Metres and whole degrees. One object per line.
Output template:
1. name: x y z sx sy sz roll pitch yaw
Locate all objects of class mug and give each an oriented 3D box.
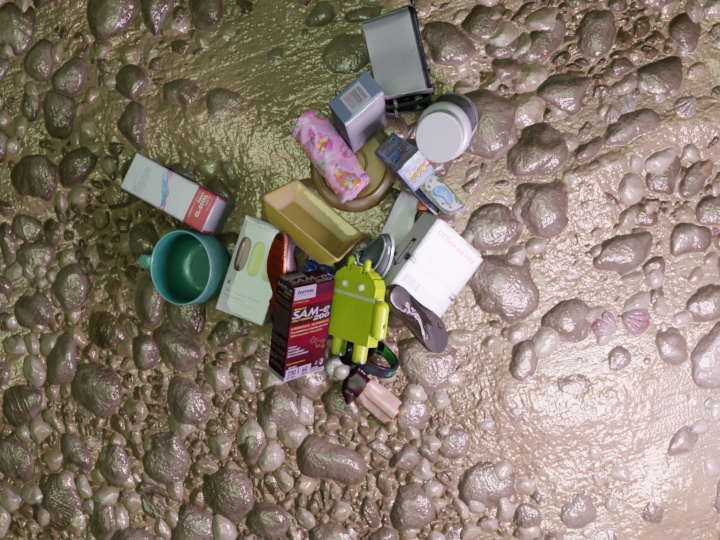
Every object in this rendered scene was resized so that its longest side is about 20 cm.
1. mug: -0.364 -0.017 1.499 0.184 0.114 0.153 42 104 15

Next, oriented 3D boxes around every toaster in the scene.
1. toaster: 0.078 -0.432 1.448 0.115 0.181 0.206 -13 90 4

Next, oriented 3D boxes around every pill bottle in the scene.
1. pill bottle: 0.174 -0.289 1.422 0.110 0.200 0.117 5 112 14

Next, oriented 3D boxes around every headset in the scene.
1. headset: -0.012 0.169 1.492 0.198 0.123 0.095 36 110 15

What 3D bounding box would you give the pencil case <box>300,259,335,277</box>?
1. pencil case: -0.123 0.078 1.507 0.077 0.086 0.204 26 91 27

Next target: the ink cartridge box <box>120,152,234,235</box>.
1. ink cartridge box: -0.384 -0.159 1.489 0.196 0.146 0.084 28 92 2

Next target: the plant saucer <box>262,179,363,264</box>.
1. plant saucer: -0.103 -0.093 1.462 0.198 0.200 0.049 39 113 2

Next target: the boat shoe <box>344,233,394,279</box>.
1. boat shoe: 0.000 0.000 1.451 0.201 0.061 0.074 -51 46 34

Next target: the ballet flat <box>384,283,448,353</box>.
1. ballet flat: 0.110 0.097 1.422 0.200 0.046 0.068 44 69 -30

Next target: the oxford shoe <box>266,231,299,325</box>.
1. oxford shoe: -0.145 0.019 1.424 0.071 0.071 0.206 -11 113 -33

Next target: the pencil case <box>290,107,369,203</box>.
1. pencil case: -0.065 -0.243 1.481 0.087 0.087 0.202 -38 88 2

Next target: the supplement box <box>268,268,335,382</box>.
1. supplement box: -0.117 0.108 1.396 0.060 0.107 0.206 28 119 42

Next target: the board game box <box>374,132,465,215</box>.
1. board game box: 0.119 -0.186 1.421 0.062 0.200 0.200 -42 98 6

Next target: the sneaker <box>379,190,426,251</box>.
1. sneaker: 0.082 -0.063 1.501 0.083 0.073 0.204 25 90 5

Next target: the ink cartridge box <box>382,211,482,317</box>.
1. ink cartridge box: 0.137 0.005 1.470 0.145 0.084 0.202 37 90 -24

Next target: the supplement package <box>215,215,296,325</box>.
1. supplement package: -0.217 -0.001 1.499 0.111 0.110 0.206 18 91 2

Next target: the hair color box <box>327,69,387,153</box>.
1. hair color box: -0.002 -0.314 1.415 0.098 0.200 0.061 -40 83 -1

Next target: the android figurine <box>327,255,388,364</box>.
1. android figurine: -0.012 0.076 1.398 0.179 0.040 0.207 16 101 42

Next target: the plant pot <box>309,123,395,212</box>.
1. plant pot: -0.016 -0.230 1.530 0.193 0.027 0.207 0 91 3

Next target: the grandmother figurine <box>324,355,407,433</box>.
1. grandmother figurine: 0.008 0.251 1.514 0.198 0.061 0.123 37 85 0
